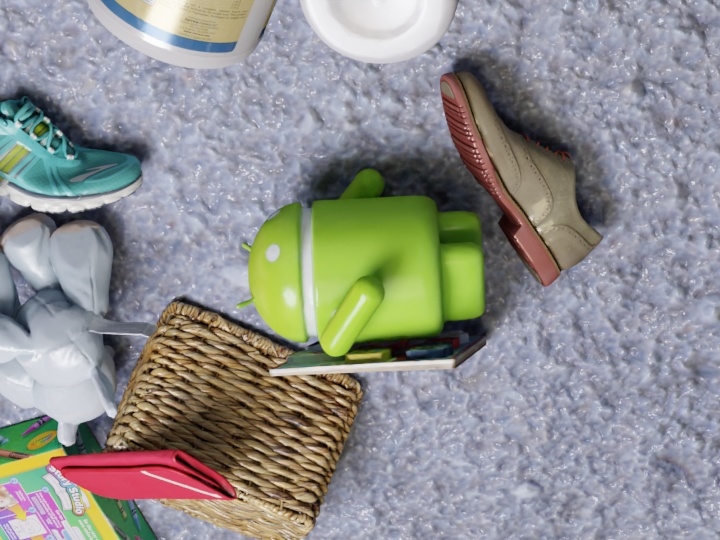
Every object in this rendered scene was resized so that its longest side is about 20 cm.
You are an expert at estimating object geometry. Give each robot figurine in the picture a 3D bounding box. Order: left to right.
[{"bbox_3d":[0.000,0.000,1.669,0.199,0.176,0.116,-3,129,2],"label":"robot figurine"}]

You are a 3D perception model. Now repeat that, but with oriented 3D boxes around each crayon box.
[{"bbox_3d":[-0.279,0.234,1.946,0.118,0.058,0.201,-16,121,18],"label":"crayon box"}]

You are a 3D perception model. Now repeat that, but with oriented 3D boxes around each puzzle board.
[{"bbox_3d":[0.019,0.067,1.714,0.150,0.200,0.018,-3,93,11],"label":"puzzle board"}]

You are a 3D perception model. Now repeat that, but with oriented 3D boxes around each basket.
[{"bbox_3d":[-0.118,0.143,1.856,0.199,0.150,0.143,23,158,-8],"label":"basket"}]

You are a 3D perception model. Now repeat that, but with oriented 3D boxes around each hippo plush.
[{"bbox_3d":[-0.254,0.053,1.790,0.199,0.160,0.161,18,158,14],"label":"hippo plush"}]

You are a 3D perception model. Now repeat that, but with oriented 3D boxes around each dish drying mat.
[{"bbox_3d":[-0.190,0.179,1.780,0.077,0.018,0.199,34,154,-31],"label":"dish drying mat"}]

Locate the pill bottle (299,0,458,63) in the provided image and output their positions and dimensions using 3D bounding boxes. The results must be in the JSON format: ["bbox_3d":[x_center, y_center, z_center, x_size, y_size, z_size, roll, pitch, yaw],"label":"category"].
[{"bbox_3d":[0.023,-0.242,1.478,0.112,0.200,0.113,4,126,6],"label":"pill bottle"}]

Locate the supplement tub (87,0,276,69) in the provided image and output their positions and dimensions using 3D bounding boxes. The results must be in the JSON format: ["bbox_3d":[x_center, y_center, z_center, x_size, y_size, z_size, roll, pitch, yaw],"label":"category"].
[{"bbox_3d":[-0.111,-0.266,1.517,0.144,0.145,0.201,22,125,-7],"label":"supplement tub"}]

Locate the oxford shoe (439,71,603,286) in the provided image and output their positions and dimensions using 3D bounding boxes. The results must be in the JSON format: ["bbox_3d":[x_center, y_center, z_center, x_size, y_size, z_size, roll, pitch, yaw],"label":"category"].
[{"bbox_3d":[0.129,-0.086,1.668,0.075,0.070,0.200,-32,116,-3],"label":"oxford shoe"}]

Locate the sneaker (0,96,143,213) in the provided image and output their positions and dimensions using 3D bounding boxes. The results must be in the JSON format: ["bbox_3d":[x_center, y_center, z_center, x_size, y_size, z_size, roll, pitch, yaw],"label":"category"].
[{"bbox_3d":[-0.277,-0.100,1.705,0.199,0.078,0.080,12,117,0],"label":"sneaker"}]
